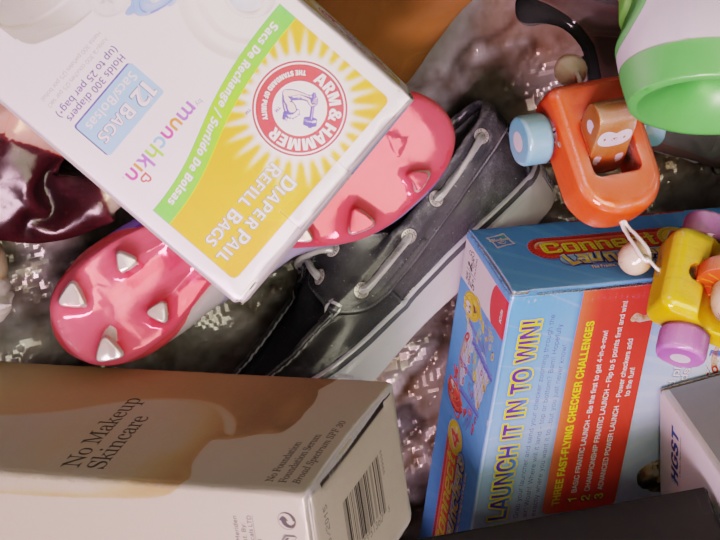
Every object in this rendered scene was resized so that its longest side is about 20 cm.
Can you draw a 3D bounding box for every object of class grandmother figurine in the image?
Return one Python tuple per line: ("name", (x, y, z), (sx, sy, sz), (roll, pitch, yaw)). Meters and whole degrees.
("grandmother figurine", (-0.151, -0.059, 1.070), (0.121, 0.061, 0.200), (25, 99, 6))

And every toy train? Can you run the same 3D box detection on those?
("toy train", (0.173, -0.039, 1.066), (0.200, 0.056, 0.150), (-6, 72, -19))

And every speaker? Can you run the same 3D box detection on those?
("speaker", (0.150, -0.164, 1.031), (0.088, 0.088, 0.200), (8, 73, -19))

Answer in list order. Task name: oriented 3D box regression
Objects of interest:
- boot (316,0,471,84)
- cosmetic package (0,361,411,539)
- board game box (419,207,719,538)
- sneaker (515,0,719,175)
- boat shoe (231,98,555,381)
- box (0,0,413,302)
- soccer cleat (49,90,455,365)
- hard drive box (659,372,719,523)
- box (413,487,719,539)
("boot", (0.045, -0.134, 1.054), (0.077, 0.155, 0.200), (36, 94, -23))
("cosmetic package", (-0.090, 0.095, 1.041), (0.200, 0.105, 0.071), (2, 115, 21))
("board game box", (0.137, 0.068, 1.151), (0.195, 0.056, 0.200), (-5, 125, -19))
("sneaker", (0.150, -0.086, 1.160), (0.082, 0.077, 0.200), (-37, 111, 21))
("boat shoe", (0.000, 0.000, 1.121), (0.200, 0.072, 0.068), (-41, 113, -7))
("box", (-0.086, -0.095, 0.986), (0.200, 0.101, 0.113), (41, 95, -4))
("soccer cleat", (-0.051, -0.022, 1.085), (0.200, 0.076, 0.067), (-32, 97, 0))
("hard drive box", (0.207, 0.160, 1.078), (0.077, 0.200, 0.156), (-14, 126, -12))
("box", (0.098, 0.218, 1.074), (0.148, 0.124, 0.200), (-9, 130, -8))
